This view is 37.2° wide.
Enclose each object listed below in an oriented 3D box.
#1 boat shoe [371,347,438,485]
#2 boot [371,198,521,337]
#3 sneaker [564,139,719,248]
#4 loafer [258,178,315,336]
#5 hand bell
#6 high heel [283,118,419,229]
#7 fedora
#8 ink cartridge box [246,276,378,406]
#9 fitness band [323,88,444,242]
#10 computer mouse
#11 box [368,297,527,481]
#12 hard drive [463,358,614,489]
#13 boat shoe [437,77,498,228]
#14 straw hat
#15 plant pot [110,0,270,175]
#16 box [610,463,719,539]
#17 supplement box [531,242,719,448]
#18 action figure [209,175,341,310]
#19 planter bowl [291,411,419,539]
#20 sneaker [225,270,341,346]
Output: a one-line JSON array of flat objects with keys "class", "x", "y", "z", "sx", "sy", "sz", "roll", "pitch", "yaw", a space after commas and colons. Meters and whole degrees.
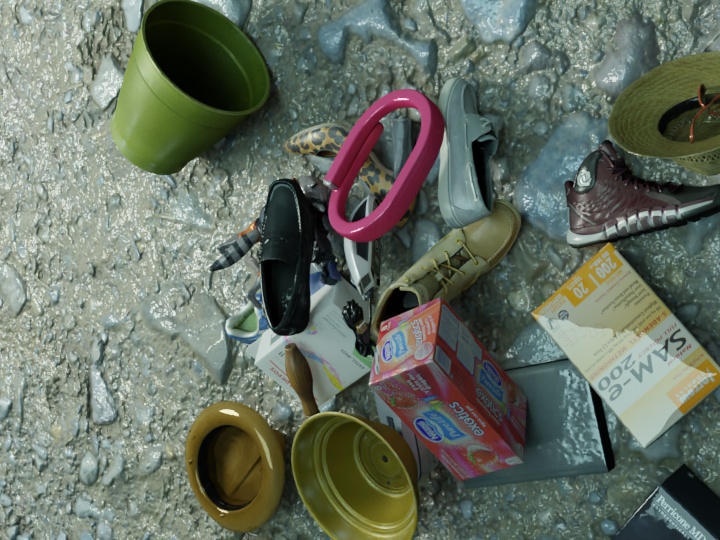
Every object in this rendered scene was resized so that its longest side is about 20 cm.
[{"class": "boat shoe", "x": 0.074, "y": 0.174, "z": 1.401, "sx": 0.074, "sy": 0.085, "sz": 0.205, "roll": 9, "pitch": 113, "yaw": 54}, {"class": "boot", "x": 0.104, "y": 0.000, "z": 1.316, "sx": 0.199, "sy": 0.155, "sz": 0.073, "roll": -40, "pitch": 88, "yaw": 30}, {"class": "sneaker", "x": 0.318, "y": -0.101, "z": 1.229, "sx": 0.198, "sy": 0.075, "sz": 0.118, "roll": -15, "pitch": 83, "yaw": 33}, {"class": "loafer", "x": -0.097, "y": -0.019, "z": 1.365, "sx": 0.067, "sy": 0.070, "sz": 0.204, "roll": -4, "pitch": 84, "yaw": 20}, {"class": "hand bell", "x": -0.065, "y": 0.185, "z": 1.428, "sx": 0.103, "sy": 0.104, "sz": 0.203, "roll": 2, "pitch": 121, "yaw": 31}, {"class": "high heel", "x": -0.016, "y": -0.124, "z": 1.436, "sx": 0.197, "sy": 0.071, "sz": 0.145, "roll": -2, "pitch": 90, "yaw": 26}, {"class": "fedora", "x": -0.168, "y": 0.279, "z": 1.560, "sx": 0.198, "sy": 0.081, "sz": 0.204, "roll": 7, "pitch": 101, "yaw": 35}, {"class": "ink cartridge box", "x": -0.062, "y": 0.111, "z": 1.456, "sx": 0.117, "sy": 0.068, "sz": 0.199, "roll": 41, "pitch": 121, "yaw": -20}, {"class": "fitness band", "x": 0.026, "y": -0.131, "z": 1.328, "sx": 0.143, "sy": 0.037, "sz": 0.202, "roll": 27, "pitch": 87, "yaw": 51}, {"class": "computer mouse", "x": 0.000, "y": 0.000, "z": 1.358, "sx": 0.043, "sy": 0.110, "sz": 0.203, "roll": -3, "pitch": 65, "yaw": 14}, {"class": "box", "x": 0.108, "y": 0.143, "z": 1.265, "sx": 0.094, "sy": 0.104, "sz": 0.200, "roll": -23, "pitch": 125, "yaw": 31}, {"class": "hard drive", "x": 0.208, "y": 0.193, "z": 1.345, "sx": 0.198, "sy": 0.033, "sz": 0.142, "roll": -14, "pitch": 87, "yaw": 32}, {"class": "boat shoe", "x": 0.138, "y": -0.150, "z": 1.314, "sx": 0.071, "sy": 0.070, "sz": 0.204, "roll": -12, "pitch": 64, "yaw": 31}, {"class": "straw hat", "x": 0.379, "y": -0.152, "z": 1.172, "sx": 0.198, "sy": 0.203, "sz": 0.086, "roll": -5, "pitch": 133, "yaw": 32}, {"class": "plant pot", "x": -0.261, "y": -0.244, "z": 1.526, "sx": 0.193, "sy": 0.199, "sz": 0.202, "roll": -43, "pitch": 72, "yaw": 40}, {"class": "box", "x": 0.353, "y": 0.354, "z": 1.224, "sx": 0.148, "sy": 0.107, "sz": 0.201, "roll": 43, "pitch": 113, "yaw": 22}, {"class": "supplement box", "x": 0.310, "y": 0.086, "z": 1.231, "sx": 0.126, "sy": 0.073, "sz": 0.201, "roll": -43, "pitch": 72, "yaw": 10}, {"class": "action figure", "x": -0.105, "y": -0.043, "z": 1.437, "sx": 0.194, "sy": 0.104, "sz": 0.201, "roll": -50, "pitch": 42, "yaw": 17}, {"class": "planter bowl", "x": 0.012, "y": 0.257, "z": 1.366, "sx": 0.198, "sy": 0.083, "sz": 0.204, "roll": 16, "pitch": 118, "yaw": 32}, {"class": "sneaker", "x": -0.105, "y": 0.057, "z": 1.499, "sx": 0.199, "sy": 0.077, "sz": 0.077, "roll": -32, "pitch": 65, "yaw": 28}]
